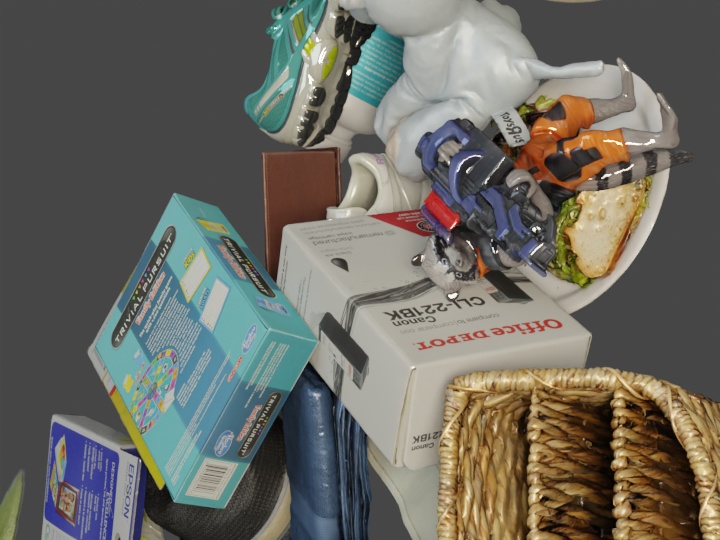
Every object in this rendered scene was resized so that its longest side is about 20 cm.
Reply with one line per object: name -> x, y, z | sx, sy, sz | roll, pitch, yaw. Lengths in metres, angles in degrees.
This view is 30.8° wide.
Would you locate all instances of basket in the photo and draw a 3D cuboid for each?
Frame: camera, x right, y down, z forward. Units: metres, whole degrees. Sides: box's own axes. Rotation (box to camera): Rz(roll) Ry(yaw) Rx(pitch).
basket -> 0.140, 0.159, 0.756 | 0.143, 0.149, 0.201 | -19, 57, 47

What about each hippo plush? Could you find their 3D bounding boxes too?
hippo plush -> 0.043, -0.170, 0.982 | 0.159, 0.161, 0.200 | -45, 25, 6

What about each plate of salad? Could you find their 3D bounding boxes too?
plate of salad -> 0.139, -0.061, 0.957 | 0.200, 0.048, 0.201 | -28, 53, 43

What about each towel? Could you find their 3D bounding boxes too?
towel -> -0.023, 0.166, 0.983 | 0.112, 0.048, 0.201 | -144, 48, -67

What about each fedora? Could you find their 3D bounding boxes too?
fedora -> -0.124, 0.179, 1.135 | 0.200, 0.091, 0.201 | -27, 53, 43

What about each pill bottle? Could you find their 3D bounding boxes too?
pill bottle -> 0.003, -0.197, 1.149 | 0.200, 0.111, 0.111 | -60, 37, 11

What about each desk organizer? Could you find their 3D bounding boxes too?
desk organizer -> -0.064, -0.002, 1.108 | 0.072, 0.077, 0.201 | 3, 96, 53

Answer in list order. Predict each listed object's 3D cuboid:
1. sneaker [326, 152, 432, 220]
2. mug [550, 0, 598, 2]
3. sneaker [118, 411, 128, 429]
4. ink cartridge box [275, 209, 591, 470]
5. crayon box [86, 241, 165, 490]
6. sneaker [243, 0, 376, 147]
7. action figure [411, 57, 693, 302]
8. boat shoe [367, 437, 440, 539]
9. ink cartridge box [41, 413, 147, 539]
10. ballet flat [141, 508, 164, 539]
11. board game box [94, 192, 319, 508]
sneaker -> 0.000, 0.000, 1.062 | 0.075, 0.099, 0.201 | -1, 73, 50
mug -> 0.166, -0.283, 0.991 | 0.149, 0.187, 0.154 | 5, 84, 20
sneaker -> -0.166, 0.074, 1.258 | 0.105, 0.075, 0.201 | 16, 81, 59
ink cartridge box -> 0.045, 0.040, 0.925 | 0.200, 0.144, 0.084 | 47, 137, 48
crayon box -> -0.155, 0.081, 1.101 | 0.127, 0.051, 0.200 | -57, 39, 15
sneaker -> -0.039, -0.202, 1.068 | 0.080, 0.077, 0.200 | 28, 101, 22
action figure -> 0.122, -0.044, 0.852 | 0.193, 0.105, 0.200 | -36, 33, 10
boat shoe -> 0.055, 0.133, 0.954 | 0.075, 0.062, 0.200 | -52, 41, 19
ink cartridge box -> -0.230, 0.242, 1.164 | 0.200, 0.047, 0.198 | 10, 94, 54
ballet flat -> -0.228, 0.258, 1.262 | 0.200, 0.067, 0.067 | 2, 55, 54
board game box -> -0.123, 0.056, 0.991 | 0.151, 0.047, 0.200 | -60, 39, 17
